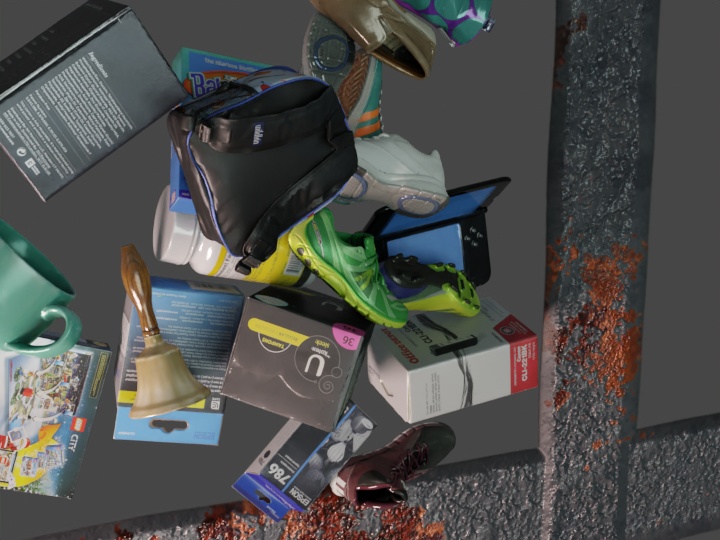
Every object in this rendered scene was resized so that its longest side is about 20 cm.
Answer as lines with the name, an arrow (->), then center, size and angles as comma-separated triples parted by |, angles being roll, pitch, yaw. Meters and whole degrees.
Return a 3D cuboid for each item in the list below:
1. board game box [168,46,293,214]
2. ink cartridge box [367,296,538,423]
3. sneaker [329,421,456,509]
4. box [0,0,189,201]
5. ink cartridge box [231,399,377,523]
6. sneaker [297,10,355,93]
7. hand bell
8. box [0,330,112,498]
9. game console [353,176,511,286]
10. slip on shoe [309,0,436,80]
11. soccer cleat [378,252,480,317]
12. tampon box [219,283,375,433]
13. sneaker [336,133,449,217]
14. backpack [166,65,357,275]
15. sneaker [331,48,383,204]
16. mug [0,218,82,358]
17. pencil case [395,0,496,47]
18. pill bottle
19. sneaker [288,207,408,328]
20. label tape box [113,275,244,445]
board game box -> -0.153, -0.161, 1.433 | 0.151, 0.045, 0.202 | 7, 67, -24
ink cartridge box -> 0.123, 0.119, 1.619 | 0.198, 0.144, 0.085 | -14, 117, -19
sneaker -> 0.063, 0.286, 1.658 | 0.198, 0.115, 0.076 | -22, 111, -16
box -> -0.323, -0.199, 1.320 | 0.196, 0.200, 0.124 | -39, 116, -9
ink cartridge box -> -0.076, 0.257, 1.636 | 0.099, 0.039, 0.200 | 42, 86, -27
sneaker -> -0.060, -0.233, 1.492 | 0.074, 0.087, 0.202 | 13, 80, -33
hand bell -> -0.256, 0.067, 1.428 | 0.103, 0.104, 0.202 | -16, 95, -18
box -> -0.403, 0.177, 1.475 | 0.135, 0.038, 0.202 | 14, 98, -25
game console -> 0.102, -0.032, 1.591 | 0.198, 0.116, 0.178 | -14, 109, -18
slip on shoe -> 0.015, -0.302, 1.470 | 0.199, 0.076, 0.061 | 28, 53, -37
soccer cleat -> 0.083, 0.028, 1.588 | 0.199, 0.065, 0.084 | 17, 137, -43
tampon box -> -0.072, 0.101, 1.482 | 0.148, 0.200, 0.127 | 18, 97, 3
sneaker -> 0.016, -0.128, 1.453 | 0.198, 0.074, 0.088 | 16, 58, -26
backpack -> -0.106, -0.131, 1.306 | 0.189, 0.154, 0.201 | -26, 125, -17
sneaker -> -0.003, -0.185, 1.539 | 0.079, 0.071, 0.202 | 13, 95, -43
mug -> -0.415, 0.026, 1.349 | 0.114, 0.185, 0.152 | -46, 127, -2
pencil case -> 0.075, -0.361, 1.510 | 0.199, 0.085, 0.093 | 23, 88, -26
pill bottle -> -0.151, -0.046, 1.481 | 0.198, 0.114, 0.115 | 9, 100, -24
sneaker -> 0.000, 0.000, 1.456 | 0.084, 0.074, 0.200 | -49, 119, -4
label tape box -> -0.238, 0.114, 1.514 | 0.143, 0.063, 0.202 | 7, 100, -23
